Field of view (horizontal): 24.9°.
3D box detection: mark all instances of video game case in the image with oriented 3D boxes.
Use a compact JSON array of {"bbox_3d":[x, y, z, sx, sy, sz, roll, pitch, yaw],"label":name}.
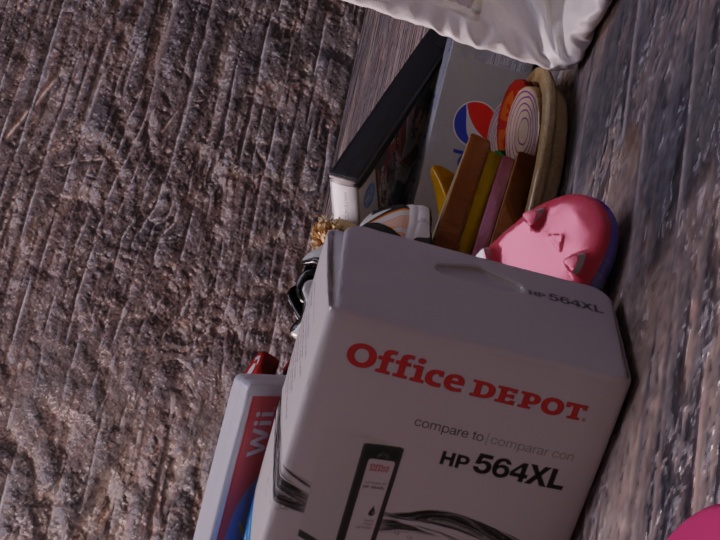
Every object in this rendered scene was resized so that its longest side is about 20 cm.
[{"bbox_3d":[-0.004,0.130,0.909,0.017,0.199,0.144,27,106,48],"label":"video game case"},{"bbox_3d":[0.032,-0.062,1.251,0.182,0.025,0.201,86,-153,-43],"label":"video game case"}]

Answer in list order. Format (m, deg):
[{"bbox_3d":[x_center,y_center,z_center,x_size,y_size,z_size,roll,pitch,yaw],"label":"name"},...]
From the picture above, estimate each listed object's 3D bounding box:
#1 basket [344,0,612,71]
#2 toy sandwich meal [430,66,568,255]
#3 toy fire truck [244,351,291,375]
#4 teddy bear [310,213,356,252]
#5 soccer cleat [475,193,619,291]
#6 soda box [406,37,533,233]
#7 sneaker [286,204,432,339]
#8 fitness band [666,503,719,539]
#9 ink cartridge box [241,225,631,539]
[{"bbox_3d":[0.075,-0.255,0.969,0.200,0.196,0.162,114,173,-62],"label":"basket"},{"bbox_3d":[0.075,-0.040,1.053,0.205,0.069,0.207,-166,90,-85],"label":"toy sandwich meal"},{"bbox_3d":[-0.062,0.124,1.961,0.169,0.112,0.200,-56,10,11],"label":"toy fire truck"},{"bbox_3d":[0.002,0.059,1.113,0.145,0.066,0.202,149,105,-72],"label":"teddy bear"},{"bbox_3d":[0.081,0.045,0.855,0.067,0.076,0.201,49,119,38],"label":"soccer cleat"},{"bbox_3d":[0.073,-0.072,1.197,0.068,0.063,0.202,-154,78,-86],"label":"soda box"},{"bbox_3d":[0.000,0.000,0.949,0.200,0.079,0.075,-92,15,-76],"label":"sneaker"},{"bbox_3d":[0.101,0.161,0.456,0.201,0.037,0.144,-83,9,-46],"label":"fitness band"},{"bbox_3d":[0.028,0.097,0.787,0.085,0.144,0.202,-88,12,-62],"label":"ink cartridge box"}]
